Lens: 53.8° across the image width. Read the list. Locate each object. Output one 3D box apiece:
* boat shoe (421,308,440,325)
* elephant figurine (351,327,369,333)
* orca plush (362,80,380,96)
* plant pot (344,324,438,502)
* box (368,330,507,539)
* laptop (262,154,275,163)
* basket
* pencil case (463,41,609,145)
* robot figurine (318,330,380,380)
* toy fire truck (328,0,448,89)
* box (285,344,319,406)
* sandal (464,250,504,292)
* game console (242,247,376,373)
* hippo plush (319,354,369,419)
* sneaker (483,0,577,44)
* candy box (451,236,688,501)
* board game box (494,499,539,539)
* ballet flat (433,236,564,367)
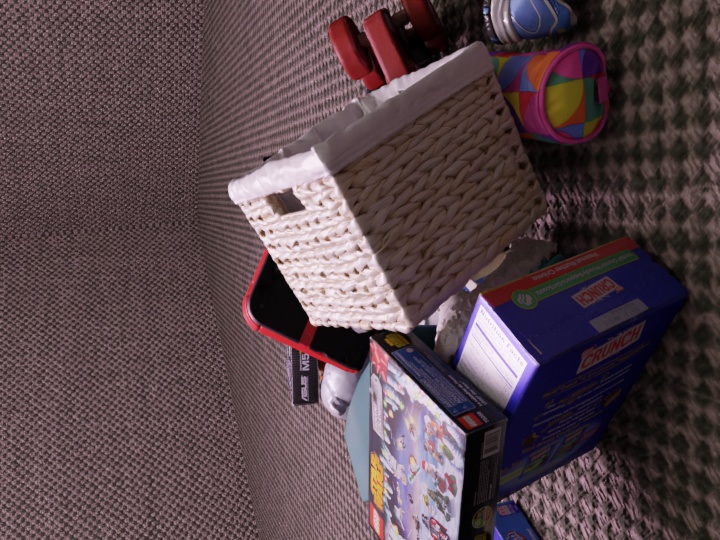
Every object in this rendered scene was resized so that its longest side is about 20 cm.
[{"bbox_3d":[0.099,0.026,0.862,0.070,0.069,0.206,-165,77,-70],"label":"boat shoe"},{"bbox_3d":[0.000,0.000,0.808,0.143,0.153,0.200,56,175,-3],"label":"elephant figurine"},{"bbox_3d":[0.045,-0.174,1.001,0.105,0.069,0.206,-32,-49,-62],"label":"orca plush"},{"bbox_3d":[0.067,0.180,0.817,0.201,0.138,0.144,-55,43,41],"label":"plant pot"},{"bbox_3d":[0.053,0.167,0.569,0.137,0.039,0.205,40,136,53],"label":"box"},{"bbox_3d":[-0.047,-0.074,1.043,0.200,0.113,0.191,95,153,-83],"label":"laptop"},{"bbox_3d":[0.023,-0.069,0.630,0.197,0.199,0.163,-4,121,59],"label":"basket"},{"bbox_3d":[0.143,-0.163,0.653,0.200,0.086,0.091,-142,49,-64],"label":"pencil case"},{"bbox_3d":[-0.021,0.118,1.155,0.143,0.115,0.205,-29,66,45],"label":"robot figurine"},{"bbox_3d":[0.056,-0.217,0.808,0.172,0.110,0.200,67,-164,0],"label":"toy fire truck"},{"bbox_3d":[-0.091,0.079,1.068,0.200,0.046,0.199,-141,48,-80],"label":"box"},{"bbox_3d":[0.129,0.038,0.749,0.202,0.085,0.081,-112,23,-43],"label":"sandal"},{"bbox_3d":[-0.045,0.008,0.924,0.204,0.173,0.031,-68,9,-15],"label":"game console"},{"bbox_3d":[0.027,0.167,0.964,0.201,0.157,0.163,123,137,-61],"label":"hippo plush"},{"bbox_3d":[0.161,-0.297,0.607,0.075,0.075,0.206,11,100,29],"label":"sneaker"},{"bbox_3d":[0.149,0.089,0.575,0.077,0.166,0.203,51,143,35],"label":"candy box"},{"bbox_3d":[0.172,0.387,0.785,0.153,0.044,0.205,-125,33,-55],"label":"board game box"},{"bbox_3d":[0.111,0.030,0.637,0.071,0.199,0.073,27,136,31],"label":"ballet flat"}]
